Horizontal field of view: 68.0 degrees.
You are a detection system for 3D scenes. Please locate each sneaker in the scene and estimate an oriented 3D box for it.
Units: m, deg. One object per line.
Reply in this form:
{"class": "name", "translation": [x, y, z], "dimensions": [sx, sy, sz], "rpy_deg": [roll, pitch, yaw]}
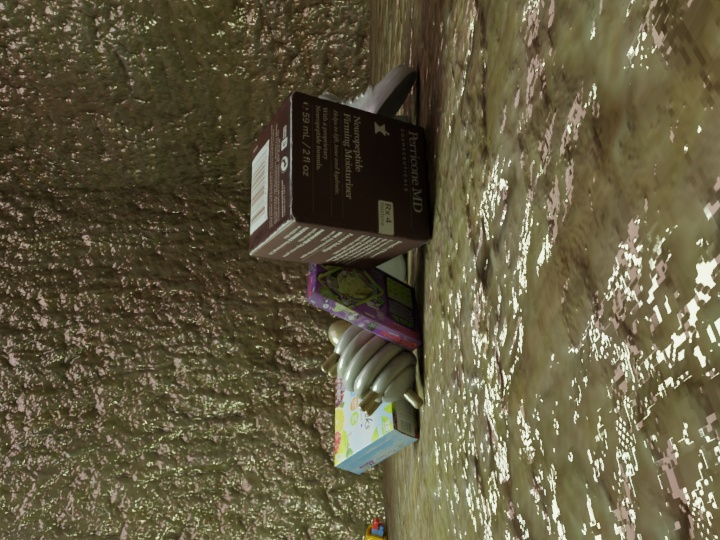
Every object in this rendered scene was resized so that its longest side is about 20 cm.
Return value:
{"class": "sneaker", "translation": [-0.011, -0.258, 0.828], "dimensions": [0.200, 0.116, 0.073], "rpy_deg": [-48, -14, 28]}

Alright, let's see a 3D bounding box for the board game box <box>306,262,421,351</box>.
{"class": "board game box", "translation": [0.008, 0.036, 0.824], "dimensions": [0.032, 0.198, 0.121], "rpy_deg": [-46, 29, 30]}

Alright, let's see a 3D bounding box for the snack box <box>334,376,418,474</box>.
{"class": "snack box", "translation": [0.024, 0.250, 1.007], "dimensions": [0.168, 0.067, 0.202], "rpy_deg": [-41, 34, 33]}

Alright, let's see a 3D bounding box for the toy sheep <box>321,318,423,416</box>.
{"class": "toy sheep", "translation": [0.023, 0.152, 0.861], "dimensions": [0.200, 0.138, 0.139], "rpy_deg": [42, 159, 20]}

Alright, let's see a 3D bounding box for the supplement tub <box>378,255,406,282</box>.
{"class": "supplement tub", "translation": [0.000, 0.000, 1.112], "dimensions": [0.199, 0.120, 0.125], "rpy_deg": [-177, 85, -65]}

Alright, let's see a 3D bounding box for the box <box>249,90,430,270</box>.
{"class": "box", "translation": [-0.033, -0.107, 0.721], "dimensions": [0.164, 0.197, 0.169], "rpy_deg": [-26, 63, 58]}

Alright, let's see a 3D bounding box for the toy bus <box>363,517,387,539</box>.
{"class": "toy bus", "translation": [0.066, 1.226, 2.429], "dimensions": [0.200, 0.133, 0.196], "rpy_deg": [73, -152, -81]}

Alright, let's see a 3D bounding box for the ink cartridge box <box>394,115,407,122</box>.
{"class": "ink cartridge box", "translation": [0.015, -0.155, 0.954], "dimensions": [0.145, 0.142, 0.204], "rpy_deg": [86, -178, -82]}
